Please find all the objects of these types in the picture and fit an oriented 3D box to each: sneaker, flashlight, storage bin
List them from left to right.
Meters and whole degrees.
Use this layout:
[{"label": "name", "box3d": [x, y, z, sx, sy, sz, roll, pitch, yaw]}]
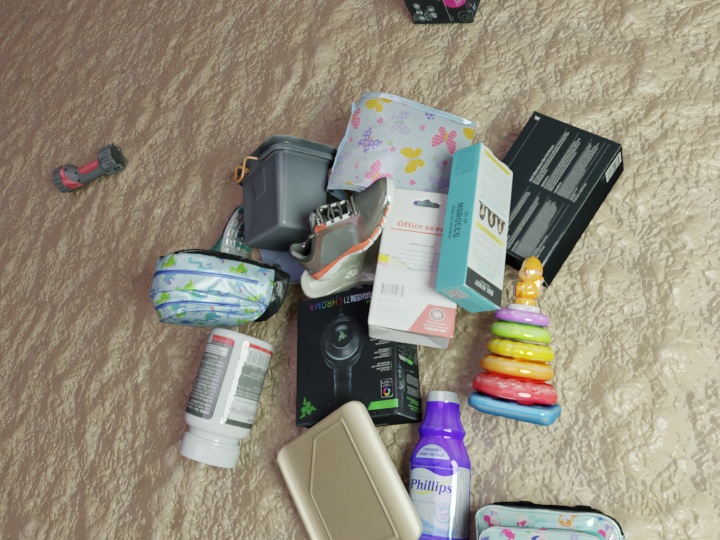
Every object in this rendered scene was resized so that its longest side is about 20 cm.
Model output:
[{"label": "flashlight", "box3d": [-0.670, -0.254, 1.403, 0.196, 0.068, 0.070, -20, 59, 23]}, {"label": "sneaker", "box3d": [-0.262, -0.031, 1.082, 0.089, 0.077, 0.205, 7, 73, 35]}, {"label": "storage bin", "box3d": [-0.135, -0.117, 0.940, 0.198, 0.142, 0.138, -19, 68, 55]}, {"label": "sneaker", "box3d": [-0.031, -0.064, 0.806, 0.200, 0.081, 0.078, -45, 29, 28]}, {"label": "sneaker", "box3d": [0.000, 0.000, 0.927, 0.194, 0.085, 0.077, -12, 81, -2]}]

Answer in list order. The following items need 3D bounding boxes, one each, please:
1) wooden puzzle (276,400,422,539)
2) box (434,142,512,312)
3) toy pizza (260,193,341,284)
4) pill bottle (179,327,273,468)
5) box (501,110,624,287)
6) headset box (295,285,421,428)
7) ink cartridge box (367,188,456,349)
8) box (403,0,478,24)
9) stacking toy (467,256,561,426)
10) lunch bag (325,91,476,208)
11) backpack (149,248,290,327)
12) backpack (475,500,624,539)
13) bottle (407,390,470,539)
[{"label": "wooden puzzle", "box3d": [-0.020, 0.299, 0.783, 0.199, 0.037, 0.188, -40, 71, 36]}, {"label": "box", "box3d": [0.152, -0.056, 0.747, 0.048, 0.081, 0.205, -12, 59, 45]}, {"label": "toy pizza", "box3d": [-0.098, -0.070, 1.028, 0.196, 0.032, 0.206, -12, 65, 27]}, {"label": "pill bottle", "box3d": [-0.223, 0.208, 0.939, 0.111, 0.114, 0.205, 7, 74, 31]}, {"label": "box", "box3d": [0.258, -0.103, 0.812, 0.140, 0.079, 0.202, 34, 90, 33]}, {"label": "headset box", "box3d": [-0.005, 0.142, 0.855, 0.170, 0.092, 0.206, -12, 66, 25]}, {"label": "ink cartridge box", "box3d": [0.081, -0.005, 0.791, 0.113, 0.068, 0.205, 8, 70, 7]}, {"label": "box", "box3d": [0.129, -0.545, 0.985, 0.130, 0.200, 0.117, 14, 76, 32]}, {"label": "stacking toy", "box3d": [0.204, 0.083, 0.724, 0.107, 0.115, 0.206, 6, 86, 28]}, {"label": "lunch bag", "box3d": [0.061, -0.168, 0.894, 0.195, 0.127, 0.174, 18, 79, 2]}, {"label": "backpack", "box3d": [-0.242, 0.031, 0.938, 0.161, 0.197, 0.157, -8, 60, 54]}, {"label": "backpack", "box3d": [0.209, 0.368, 0.619, 0.173, 0.150, 0.206, -5, 73, 26]}, {"label": "bottle", "box3d": [0.106, 0.267, 0.758, 0.082, 0.065, 0.206, -4, 69, 29]}]
